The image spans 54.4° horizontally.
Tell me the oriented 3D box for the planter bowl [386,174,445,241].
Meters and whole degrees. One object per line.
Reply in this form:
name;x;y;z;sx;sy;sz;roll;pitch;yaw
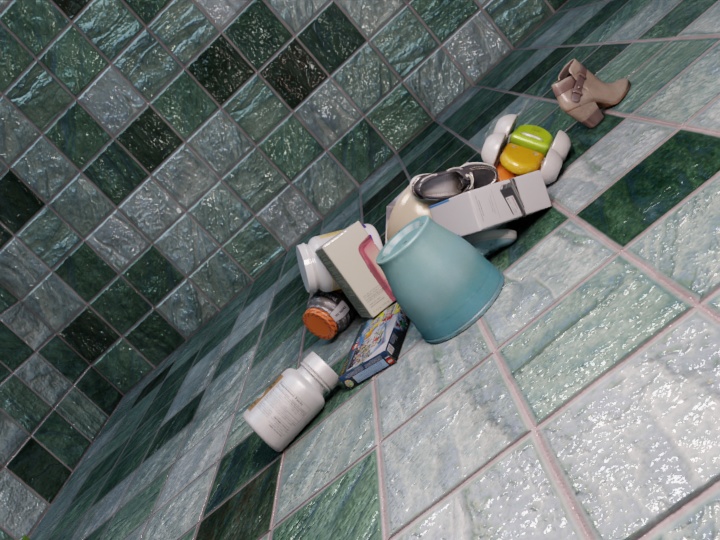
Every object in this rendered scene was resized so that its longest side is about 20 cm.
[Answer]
planter bowl;0.175;-0.102;1.600;0.135;0.200;0.200;31;69;31

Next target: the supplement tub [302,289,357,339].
supplement tub;-0.059;0.079;1.843;0.122;0.123;0.200;-27;20;50

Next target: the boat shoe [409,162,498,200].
boat shoe;0.207;-0.189;1.504;0.200;0.074;0.060;-6;14;-10

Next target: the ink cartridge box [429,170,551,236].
ink cartridge box;0.267;-0.131;1.443;0.200;0.084;0.145;-18;1;-30

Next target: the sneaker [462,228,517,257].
sneaker;0.237;-0.030;1.466;0.200;0.082;0.074;-16;-8;29

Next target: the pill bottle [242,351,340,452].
pill bottle;-0.141;0.273;1.482;0.200;0.114;0.114;-45;13;-10

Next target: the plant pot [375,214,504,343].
plant pot;0.139;0.003;1.345;0.200;0.188;0.200;-40;13;11

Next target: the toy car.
toy car;0.370;-0.249;1.598;0.150;0.175;0.200;98;-161;-45

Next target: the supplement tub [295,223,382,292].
supplement tub;-0.050;-0.028;1.760;0.200;0.146;0.145;-14;9;-11

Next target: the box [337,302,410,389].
box;0.037;0.154;1.502;0.137;0.038;0.200;-35;15;31

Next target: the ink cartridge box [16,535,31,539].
ink cartridge box;-1.209;1.022;2.379;0.148;0.076;0.200;-36;16;27

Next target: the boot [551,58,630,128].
boot;0.537;-0.434;1.640;0.200;0.146;0.070;-49;12;-25

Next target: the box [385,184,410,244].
box;0.116;-0.099;1.735;0.048;0.200;0.158;16;37;23

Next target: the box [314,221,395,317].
box;0.000;0.000;1.629;0.109;0.200;0.128;-36;5;-11

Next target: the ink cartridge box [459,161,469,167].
ink cartridge box;0.233;-0.183;1.890;0.147;0.083;0.200;-30;19;47
